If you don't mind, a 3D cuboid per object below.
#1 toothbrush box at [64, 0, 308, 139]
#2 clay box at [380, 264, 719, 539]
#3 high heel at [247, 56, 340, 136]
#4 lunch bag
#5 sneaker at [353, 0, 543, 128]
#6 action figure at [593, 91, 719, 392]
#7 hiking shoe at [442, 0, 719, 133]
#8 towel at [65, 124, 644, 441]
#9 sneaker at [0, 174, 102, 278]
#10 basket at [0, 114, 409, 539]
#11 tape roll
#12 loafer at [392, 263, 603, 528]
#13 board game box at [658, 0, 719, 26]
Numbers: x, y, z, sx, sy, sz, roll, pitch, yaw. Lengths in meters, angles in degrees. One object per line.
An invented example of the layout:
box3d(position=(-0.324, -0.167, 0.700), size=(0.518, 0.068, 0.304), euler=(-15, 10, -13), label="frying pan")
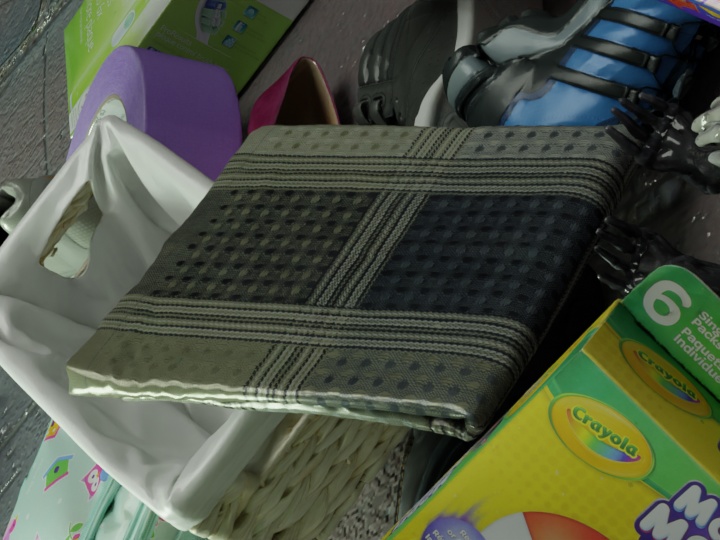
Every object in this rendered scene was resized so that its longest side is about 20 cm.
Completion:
box3d(position=(-0.120, -0.186, 1.289), size=(0.200, 0.086, 0.146), euler=(-48, 32, 25), label="toothbrush box")
box3d(position=(0.083, 0.101, 0.656), size=(0.200, 0.115, 0.048), euler=(-50, -6, 36), label="clay box")
box3d(position=(-0.024, -0.063, 1.045), size=(0.200, 0.067, 0.097), euler=(-130, 57, -74), label="high heel")
box3d(position=(-0.133, 0.134, 1.053), size=(0.160, 0.077, 0.201), euler=(8, 75, 60), label="lunch bag")
box3d(position=(0.039, -0.072, 0.944), size=(0.099, 0.070, 0.201), euler=(-37, 32, 43), label="sneaker")
box3d(position=(0.150, -0.004, 0.658), size=(0.200, 0.101, 0.120), euler=(27, 104, 63), label="action figure")
box3d(position=(0.131, -0.098, 0.824), size=(0.199, 0.074, 0.087), euler=(-33, 69, 34), label="hiking shoe")
box3d(position=(0.000, 0.000, 0.777), size=(0.199, 0.035, 0.193), euler=(4, 40, 29), label="towel")
box3d(position=(-0.195, -0.018, 1.091), size=(0.200, 0.091, 0.076), euler=(144, 132, -60), label="sneaker")
box3d(position=(-0.079, 0.038, 0.919), size=(0.200, 0.123, 0.136), euler=(37, 88, 39), label="basket")
box3d(position=(-0.140, -0.038, 1.171), size=(0.200, 0.065, 0.202), euler=(-170, 90, -67), label="tape roll")
box3d(position=(0.051, 0.084, 0.799), size=(0.072, 0.072, 0.201), euler=(-34, 30, 57), label="loafer")
box3d(position=(0.175, -0.172, 0.628), size=(0.134, 0.045, 0.201), euler=(32, 97, 37), label="board game box")
